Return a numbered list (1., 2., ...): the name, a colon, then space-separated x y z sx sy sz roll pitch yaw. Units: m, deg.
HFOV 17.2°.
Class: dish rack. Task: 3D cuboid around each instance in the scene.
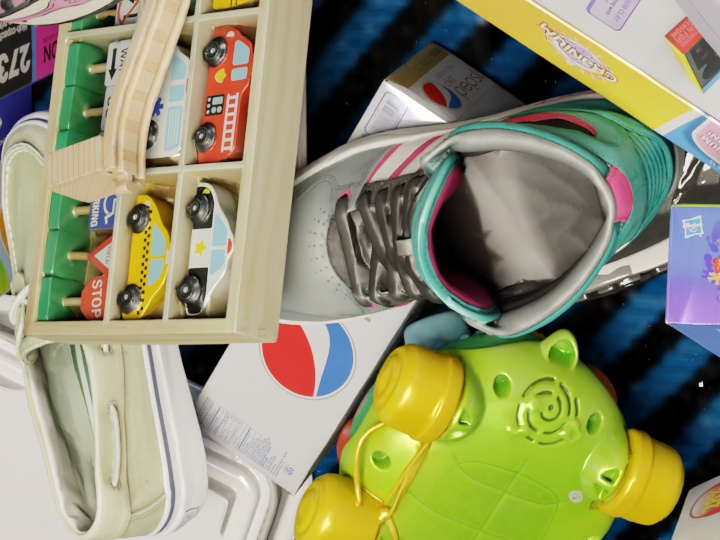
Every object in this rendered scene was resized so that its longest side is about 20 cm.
1. dish rack: -0.136 0.121 1.174 0.199 0.044 0.172 25 117 11

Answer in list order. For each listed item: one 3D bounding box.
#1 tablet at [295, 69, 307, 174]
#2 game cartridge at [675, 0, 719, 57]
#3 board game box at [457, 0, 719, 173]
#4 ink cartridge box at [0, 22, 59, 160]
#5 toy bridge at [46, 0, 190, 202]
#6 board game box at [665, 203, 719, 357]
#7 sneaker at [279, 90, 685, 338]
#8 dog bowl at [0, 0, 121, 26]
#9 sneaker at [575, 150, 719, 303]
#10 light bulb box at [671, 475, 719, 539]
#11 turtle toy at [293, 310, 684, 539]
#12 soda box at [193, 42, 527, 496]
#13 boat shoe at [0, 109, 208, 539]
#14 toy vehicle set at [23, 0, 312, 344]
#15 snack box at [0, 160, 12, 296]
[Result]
1. tablet: -0.073 -0.083 1.050 0.130 0.014 0.201 5 99 39
2. game cartridge: 0.174 -0.140 0.896 0.133 0.042 0.200 -31 79 -16
3. board game box: 0.140 -0.130 0.929 0.200 0.040 0.153 34 75 5
4. ink cartridge box: -0.160 -0.137 1.055 0.037 0.095 0.201 12 113 20
5. toy bridge: -0.100 -0.126 0.990 0.067 0.027 0.201 -17 67 35
6. board game box: 0.204 0.014 0.923 0.134 0.200 0.045 2 82 19
7. sneaker: 0.026 -0.012 0.940 0.199 0.121 0.084 -18 98 18
8. dog bowl: -0.161 -0.187 0.929 0.199 0.074 0.201 12 114 29
9. sneaker: 0.139 -0.051 1.004 0.199 0.076 0.088 -24 85 22
10. light bulb box: 0.220 0.190 0.983 0.125 0.198 0.200 -27 100 24
11. turtle toy: 0.042 0.099 1.065 0.145 0.101 0.200 23 119 -18
12. soda box: 0.000 0.000 1.064 0.064 0.068 0.200 34 118 5
13. boat shoe: -0.123 0.023 1.056 0.072 0.062 0.201 -27 78 39
14. toy vehicle set: -0.079 -0.069 0.995 0.124 0.026 0.201 -3 77 40
15. snack box: -0.223 -0.070 1.077 0.053 0.142 0.201 -14 104 23
